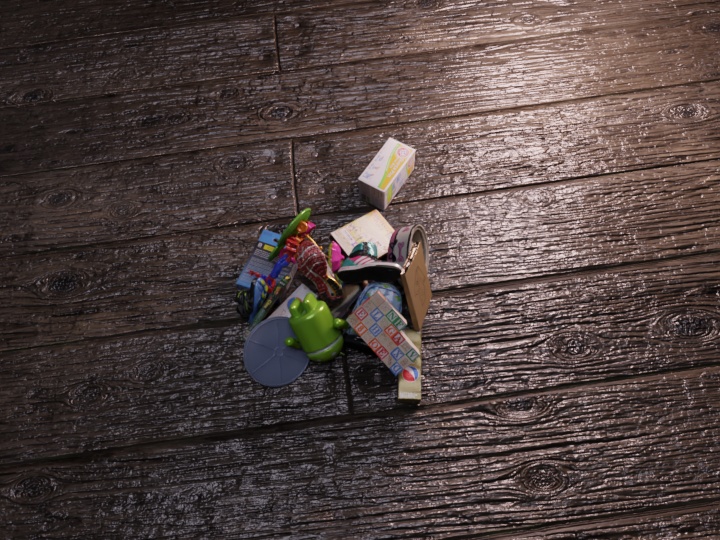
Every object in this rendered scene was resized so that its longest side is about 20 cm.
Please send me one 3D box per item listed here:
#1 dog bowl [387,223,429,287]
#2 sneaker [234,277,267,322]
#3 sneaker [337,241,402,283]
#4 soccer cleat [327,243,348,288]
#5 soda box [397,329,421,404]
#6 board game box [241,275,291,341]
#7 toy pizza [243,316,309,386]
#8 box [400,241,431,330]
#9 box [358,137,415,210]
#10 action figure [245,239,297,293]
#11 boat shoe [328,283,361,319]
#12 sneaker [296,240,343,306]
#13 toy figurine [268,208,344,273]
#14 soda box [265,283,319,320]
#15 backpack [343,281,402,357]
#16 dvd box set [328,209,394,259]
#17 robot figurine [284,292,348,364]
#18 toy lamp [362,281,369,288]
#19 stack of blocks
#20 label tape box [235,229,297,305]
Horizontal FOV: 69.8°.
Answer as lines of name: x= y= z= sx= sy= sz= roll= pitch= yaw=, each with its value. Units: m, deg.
dog bowl: x=0.142 y=-0.039 z=1.537 sx=0.074 sy=0.200 sz=0.200 roll=2 pitch=63 yaw=24
sneaker: x=-0.322 y=0.084 z=1.491 sx=0.083 sy=0.200 sz=0.071 roll=30 pitch=52 yaw=-3
sneaker: x=0.039 y=-0.027 z=1.470 sx=0.200 sy=0.084 sz=0.121 roll=-2 pitch=48 yaw=29
soccer cleat: x=-0.080 y=0.003 z=1.593 sx=0.084 sy=0.065 sz=0.200 roll=-14 pitch=65 yaw=-1
soda box: x=0.138 y=0.270 z=1.454 sx=0.064 sy=0.068 sz=0.200 roll=3 pitch=65 yaw=3
board game box: x=-0.270 y=0.107 z=1.487 sx=0.023 sy=0.105 sz=0.200 roll=35 pitch=102 yaw=-1
toy pizza: x=-0.235 y=0.228 z=1.465 sx=0.200 sy=0.032 sz=0.201 roll=-2 pitch=95 yaw=-26
box: x=0.161 y=0.044 z=1.463 sx=0.021 sy=0.200 sz=0.164 roll=0 pitch=36 yaw=23
box: x=0.088 y=-0.320 z=1.710 sx=0.101 sy=0.113 sz=0.200 roll=29 pitch=68 yaw=15
action figure: x=-0.266 y=-0.008 z=1.482 sx=0.099 sy=0.200 sz=0.065 roll=23 pitch=28 yaw=-15
boat shoe: x=-0.068 y=0.120 z=1.519 sx=0.200 sy=0.065 sz=0.072 roll=-45 pitch=27 yaw=2
sneaker: x=-0.118 y=0.008 z=1.463 sx=0.078 sy=0.082 sz=0.200 roll=-27 pitch=99 yaw=1
toy figurine: x=-0.146 y=-0.050 z=1.532 sx=0.184 sy=0.150 sz=0.200 roll=40 pitch=100 yaw=2
soda box: x=-0.213 y=0.136 z=1.537 sx=0.068 sy=0.064 sz=0.200 roll=38 pitch=72 yaw=18
backpack: x=0.048 y=0.131 z=1.474 sx=0.163 sy=0.154 sz=0.200 roll=19 pitch=67 yaw=8
dvd box set: x=0.019 y=-0.095 z=1.606 sx=0.200 sy=0.029 sz=0.146 roll=-32 pitch=77 yaw=-33
robot figurine: x=-0.121 y=0.165 z=1.427 sx=0.175 sy=0.116 sz=0.200 roll=-23 pitch=105 yaw=11
toy lamp: x=0.000 y=0.000 z=1.596 sx=0.058 sy=0.058 sz=0.200 roll=-17 pitch=68 yaw=-5
stack of blocks: x=0.071 y=0.165 z=1.381 sx=0.115 sy=0.059 sz=0.200 roll=-41 pitch=92 yaw=6
label tape box: x=-0.276 y=-0.011 z=1.609 sx=0.144 sy=0.063 sz=0.200 roll=19 pitch=68 yaw=9
